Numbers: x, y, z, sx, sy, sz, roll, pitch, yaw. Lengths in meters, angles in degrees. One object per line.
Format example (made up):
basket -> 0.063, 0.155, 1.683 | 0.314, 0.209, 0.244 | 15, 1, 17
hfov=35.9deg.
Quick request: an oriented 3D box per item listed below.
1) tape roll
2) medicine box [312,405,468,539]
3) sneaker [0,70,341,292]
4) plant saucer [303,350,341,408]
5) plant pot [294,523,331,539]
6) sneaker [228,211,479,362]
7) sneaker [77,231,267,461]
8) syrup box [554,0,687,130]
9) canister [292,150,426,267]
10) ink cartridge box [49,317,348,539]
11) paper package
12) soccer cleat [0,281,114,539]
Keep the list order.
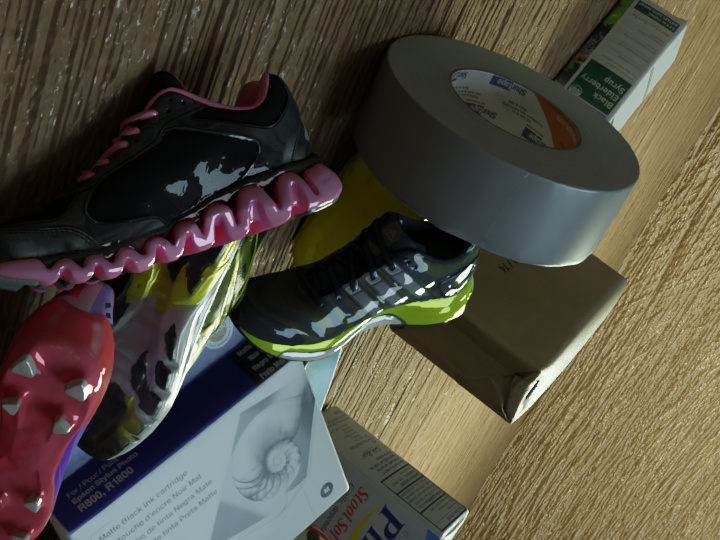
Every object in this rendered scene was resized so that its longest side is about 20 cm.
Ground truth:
tape roll -> 0.097, -0.090, 0.799 | 0.200, 0.200, 0.066 | -29, 151, -54
medicine box -> -0.017, 0.285, 1.217 | 0.183, 0.199, 0.103 | -59, 163, 15
sneaker -> -0.107, -0.050, 0.568 | 0.199, 0.096, 0.079 | -21, -172, -32
plant saucer -> -0.063, 0.114, 0.988 | 0.201, 0.038, 0.203 | 20, 90, -82
plant pot -> -0.104, 0.321, 0.954 | 0.182, 0.201, 0.200 | -30, 178, 33
sneaker -> 0.000, 0.000, 0.756 | 0.199, 0.074, 0.081 | -16, 143, -31
sneaker -> -0.111, 0.030, 0.681 | 0.201, 0.074, 0.085 | -58, 162, 13
syrup box -> 0.278, -0.212, 1.262 | 0.200, 0.079, 0.082 | -49, 163, -15
canister -> 0.047, -0.053, 0.914 | 0.149, 0.087, 0.200 | -52, 165, 31
ink cartridge box -> -0.112, 0.140, 0.767 | 0.199, 0.040, 0.201 | -39, 129, -25
paper package -> 0.164, 0.034, 1.239 | 0.200, 0.190, 0.104 | -38, 157, -39
soccer cleat -> -0.186, 0.090, 0.618 | 0.200, 0.066, 0.077 | -56, -169, 34
